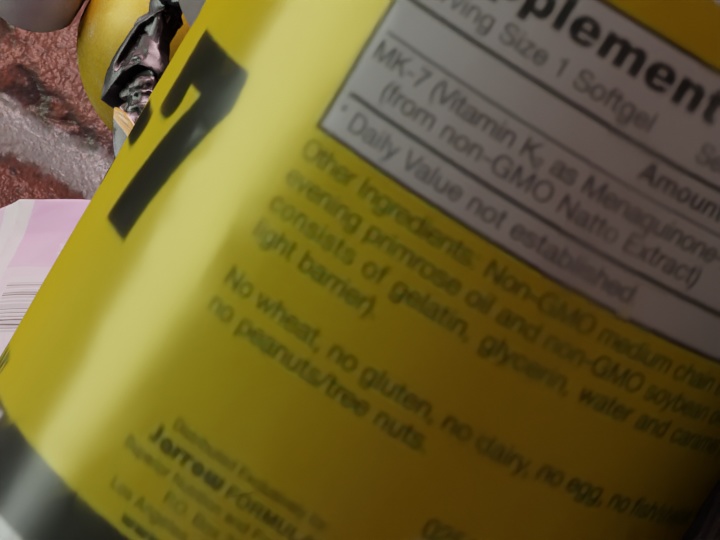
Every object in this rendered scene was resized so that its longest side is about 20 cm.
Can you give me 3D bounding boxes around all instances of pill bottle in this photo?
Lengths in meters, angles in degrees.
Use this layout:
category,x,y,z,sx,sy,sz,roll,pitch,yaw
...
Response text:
category,x,y,z,sx,sy,sz,roll,pitch,yaw
pill bottle,0.026,-0.020,0.477,0.200,0.114,0.114,-59,5,9

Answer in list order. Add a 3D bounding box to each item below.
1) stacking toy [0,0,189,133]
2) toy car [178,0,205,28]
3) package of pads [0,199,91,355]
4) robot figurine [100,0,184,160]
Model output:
category,x,y,z,sx,sy,sz,roll,pitch,yaw
stacking toy,-0.051,-0.080,1.072,0.146,0.200,0.146,-59,5,8
toy car,0.014,-0.112,0.732,0.200,0.184,0.177,-60,4,40
package of pads,-0.084,0.092,0.736,0.076,0.121,0.200,-8,44,29
robot figurine,-0.008,-0.096,0.991,0.058,0.145,0.200,72,-147,-60
